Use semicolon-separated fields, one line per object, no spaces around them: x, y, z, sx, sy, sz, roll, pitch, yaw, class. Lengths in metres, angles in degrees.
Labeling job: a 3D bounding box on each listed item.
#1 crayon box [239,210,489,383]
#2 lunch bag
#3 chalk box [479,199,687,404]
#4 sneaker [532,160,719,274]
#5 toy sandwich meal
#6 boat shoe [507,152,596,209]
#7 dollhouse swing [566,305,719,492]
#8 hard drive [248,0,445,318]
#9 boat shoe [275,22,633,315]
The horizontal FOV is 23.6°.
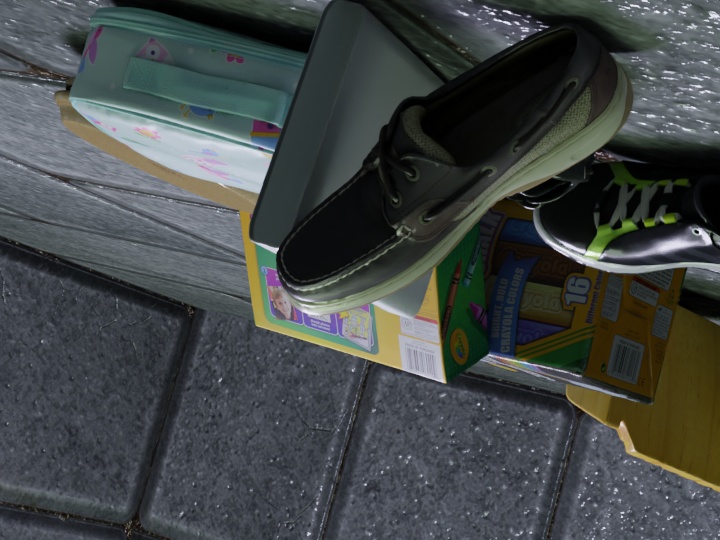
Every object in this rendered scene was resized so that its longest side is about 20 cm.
0.000;0.000;1.316;0.199;0.120;0.058;15;-148;37;crayon box
-0.068;-0.098;1.048;0.198;0.078;0.160;14;173;13;lunch bag
0.135;0.017;1.362;0.199;0.125;0.124;12;174;39;chalk box
0.195;-0.040;1.014;0.198;0.072;0.083;7;159;22;sneaker
-0.119;-0.101;1.234;0.204;0.071;0.205;24;175;2;toy sandwich meal
0.099;-0.067;0.986;0.068;0.057;0.200;16;174;-1;boat shoe
0.260;0.102;1.607;0.199;0.183;0.175;24;161;-29;dollhouse swing
0.008;-0.055;0.966;0.027;0.133;0.200;17;175;24;hard drive
0.037;-0.054;0.835;0.065;0.199;0.072;48;-166;-49;boat shoe
